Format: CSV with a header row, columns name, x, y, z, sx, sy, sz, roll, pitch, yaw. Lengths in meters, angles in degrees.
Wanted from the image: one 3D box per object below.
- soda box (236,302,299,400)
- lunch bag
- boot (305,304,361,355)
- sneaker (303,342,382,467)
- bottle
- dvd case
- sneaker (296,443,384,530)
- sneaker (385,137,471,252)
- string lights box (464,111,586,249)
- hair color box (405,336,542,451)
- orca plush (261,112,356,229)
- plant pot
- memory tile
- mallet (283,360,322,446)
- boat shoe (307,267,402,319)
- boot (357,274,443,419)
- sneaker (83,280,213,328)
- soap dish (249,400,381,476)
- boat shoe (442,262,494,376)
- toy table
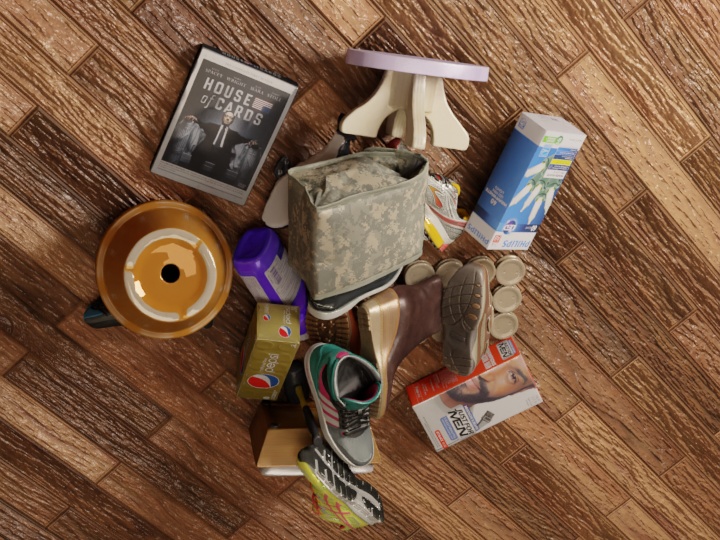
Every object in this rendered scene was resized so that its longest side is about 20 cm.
name,x,y,z,sx,sy,sz,roll,pitch,yaw
soda box,-0.143,0.126,1.748,0.067,0.065,0.201,6,147,-12
lunch bag,0.003,-0.075,1.608,0.198,0.118,0.165,-16,132,-21
boot,-0.026,0.092,1.785,0.074,0.107,0.202,7,127,26
sneaker,-0.008,0.202,1.697,0.083,0.120,0.202,-27,100,-27
bottle,-0.123,0.027,1.735,0.065,0.084,0.201,-2,139,27
dvd case,-0.195,-0.204,1.630,0.149,0.025,0.201,19,115,-20
sneaker,-0.047,0.344,1.760,0.090,0.079,0.200,-27,126,19
sneaker,0.098,-0.124,1.704,0.082,0.078,0.200,-35,127,2
string lights box,0.244,-0.130,1.704,0.102,0.059,0.201,-1,124,-44
hair color box,0.188,0.206,1.902,0.199,0.064,0.111,-27,119,5
orca plush,-0.065,-0.140,1.680,0.105,0.071,0.201,36,109,22
plant pot,-0.270,0.002,1.600,0.198,0.183,0.203,-1,93,-13
memory tile,0.162,0.046,1.835,0.198,0.017,0.155,-3,119,-8
mallet,-0.088,0.203,1.777,0.041,0.200,0.067,-13,109,-9
boat shoe,0.000,0.000,1.696,0.075,0.200,0.061,29,136,22
boot,0.068,0.117,1.764,0.165,0.072,0.202,-17,114,-39
sneaker,-0.317,0.069,1.732,0.198,0.073,0.083,-9,120,-4
soap dish,-0.076,0.266,1.843,0.198,0.157,0.082,0,103,-10
boat shoe,0.173,0.070,1.804,0.072,0.075,0.202,-31,139,-43
toy table,0.072,-0.235,1.580,0.198,0.184,0.118,9,102,-1
